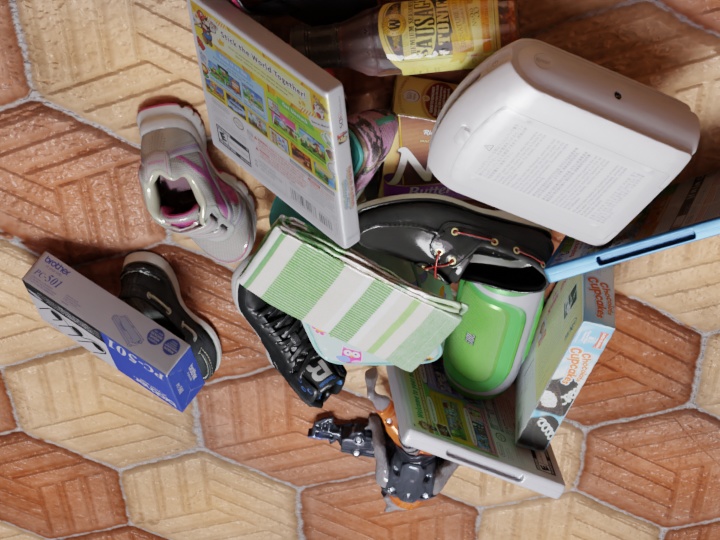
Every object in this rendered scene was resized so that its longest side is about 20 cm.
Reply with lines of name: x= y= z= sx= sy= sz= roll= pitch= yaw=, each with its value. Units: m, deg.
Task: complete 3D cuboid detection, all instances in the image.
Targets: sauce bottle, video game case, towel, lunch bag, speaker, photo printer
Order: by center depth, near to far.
sauce bottle: x=0.039 y=-0.199 z=1.520 sx=0.198 sy=0.067 sz=0.066 roll=-7 pitch=140 yaw=5
photo printer: x=0.166 y=-0.112 z=1.525 sx=0.198 sy=0.070 sz=0.167 roll=19 pitch=141 yaw=-17
video game case: x=-0.076 y=-0.136 z=1.559 sx=0.200 sy=0.023 sz=0.183 roll=39 pitch=151 yaw=35
video game case: x=0.277 y=-0.048 z=1.624 sx=0.198 sy=0.143 sz=0.018 roll=-17 pitch=107 yaw=28
towel: x=-0.011 y=0.024 z=1.685 sx=0.198 sy=0.024 sz=0.153 roll=25 pitch=150 yaw=-9
lunch bag: x=0.000 y=0.000 z=1.755 sx=0.159 sy=0.077 sz=0.201 roll=-2 pitch=126 yaw=24
speaker: x=0.136 y=0.047 z=1.802 sx=0.087 sy=0.089 sz=0.201 roll=9 pitch=141 yaw=-1
video game case: x=0.115 y=0.152 z=1.855 sx=0.180 sy=0.200 sz=0.022 roll=21 pitch=112 yaw=-15

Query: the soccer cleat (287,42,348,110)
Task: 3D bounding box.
soccer cleat: x=-0.056 y=-0.140 z=1.639 sx=0.068 sy=0.074 sz=0.200 roll=-17 pitch=162 yaw=-16

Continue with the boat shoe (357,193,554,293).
boat shoe: x=0.087 y=-0.024 z=1.636 sx=0.199 sy=0.064 sz=0.074 roll=10 pitch=149 yaw=-17

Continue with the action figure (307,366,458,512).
action figure: x=0.033 y=0.201 z=2.000 sx=0.198 sy=0.105 sz=0.195 roll=4 pitch=133 yaw=5

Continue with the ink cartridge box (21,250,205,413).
ink cartridge box: x=-0.257 y=0.064 z=1.845 sx=0.199 sy=0.044 sz=0.094 roll=31 pitch=159 yaw=19

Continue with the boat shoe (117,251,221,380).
boat shoe: x=-0.210 y=0.065 z=1.908 sx=0.075 sy=0.061 sz=0.201 roll=-8 pitch=137 yaw=23

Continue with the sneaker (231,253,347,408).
sneaker: x=-0.063 y=0.069 z=1.836 sx=0.073 sy=0.112 sz=0.201 roll=-36 pitch=144 yaw=-9

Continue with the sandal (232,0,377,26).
sandal: x=-0.076 y=-0.246 z=1.515 sx=0.198 sy=0.045 sz=0.075 roll=22 pitch=139 yaw=-16

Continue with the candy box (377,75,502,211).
candy box: x=0.120 y=-0.109 z=1.639 sx=0.198 sy=0.057 sz=0.117 roll=8 pitch=141 yaw=-2

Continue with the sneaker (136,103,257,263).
sneaker: x=-0.166 y=-0.065 z=1.718 sx=0.081 sy=0.089 sz=0.201 roll=-11 pitch=137 yaw=23

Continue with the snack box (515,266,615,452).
snack box: x=0.205 y=0.077 z=1.785 sx=0.037 sy=0.117 sz=0.201 roll=14 pitch=135 yaw=-9

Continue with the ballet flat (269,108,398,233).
ballet flat: x=-0.017 y=-0.085 z=1.626 sx=0.071 sy=0.070 sz=0.200 roll=-23 pitch=164 yaw=-35
